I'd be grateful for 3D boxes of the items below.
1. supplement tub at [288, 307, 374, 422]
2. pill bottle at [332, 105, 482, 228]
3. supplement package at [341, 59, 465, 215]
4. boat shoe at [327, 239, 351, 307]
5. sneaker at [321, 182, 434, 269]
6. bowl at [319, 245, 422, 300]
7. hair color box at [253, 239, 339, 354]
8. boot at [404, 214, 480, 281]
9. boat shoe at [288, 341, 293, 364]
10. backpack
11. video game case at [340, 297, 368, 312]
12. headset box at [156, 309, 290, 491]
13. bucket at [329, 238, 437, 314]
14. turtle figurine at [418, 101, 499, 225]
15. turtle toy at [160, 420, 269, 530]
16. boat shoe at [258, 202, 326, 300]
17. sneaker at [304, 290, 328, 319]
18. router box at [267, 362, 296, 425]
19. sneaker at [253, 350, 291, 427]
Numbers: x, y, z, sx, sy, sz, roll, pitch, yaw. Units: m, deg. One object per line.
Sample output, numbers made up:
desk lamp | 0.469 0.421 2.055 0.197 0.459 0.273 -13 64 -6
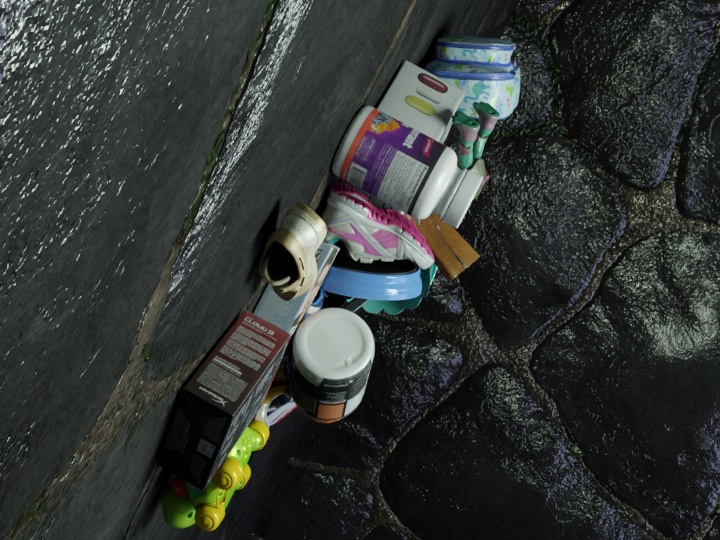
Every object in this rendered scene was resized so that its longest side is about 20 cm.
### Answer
supplement tub | -0.047 0.152 1.657 0.123 0.122 0.200 -59 172 -29
pill bottle | 0.069 -0.143 1.556 0.112 0.199 0.111 -61 176 -7
supplement package | 0.062 -0.197 1.727 0.201 0.110 0.156 -61 176 -24
boat shoe | -0.034 0.011 1.869 0.200 0.073 0.072 -44 145 20
sneaker | 0.021 -0.051 1.665 0.089 0.199 0.081 -56 -166 18
bowl | 0.000 0.000 1.698 0.201 0.199 0.040 -46 146 -74
hair color box | -0.105 0.042 1.570 0.201 0.060 0.099 -63 176 3
boot | 0.137 -0.097 1.862 0.068 0.200 0.188 -45 178 36
boat shoe | -0.121 0.141 2.008 0.073 0.074 0.200 -53 172 30
backpack | 0.196 -0.346 1.960 0.200 0.181 0.148 -61 154 -68
video game case | -0.020 0.064 1.799 0.143 0.019 0.200 -38 179 9
headset box | -0.172 0.160 1.414 0.149 0.077 0.200 -65 176 37
bucket | 0.044 -0.041 1.938 0.135 0.206 0.208 -69 -177 -50
turtle figurine | 0.156 -0.163 1.732 0.150 0.100 0.201 -57 168 -53
turtle toy | -0.215 0.287 1.524 0.201 0.101 0.146 -64 176 24
boat shoe | -0.096 -0.011 1.364 0.069 0.074 0.200 -46 168 -27
sneaker | -0.086 0.044 1.741 0.083 0.073 0.200 -65 176 16
router box | -0.112 0.196 1.876 0.200 0.049 0.179 -39 171 11
sneaker | -0.141 0.171 1.745 0.201 0.090 0.075 -58 175 -36
